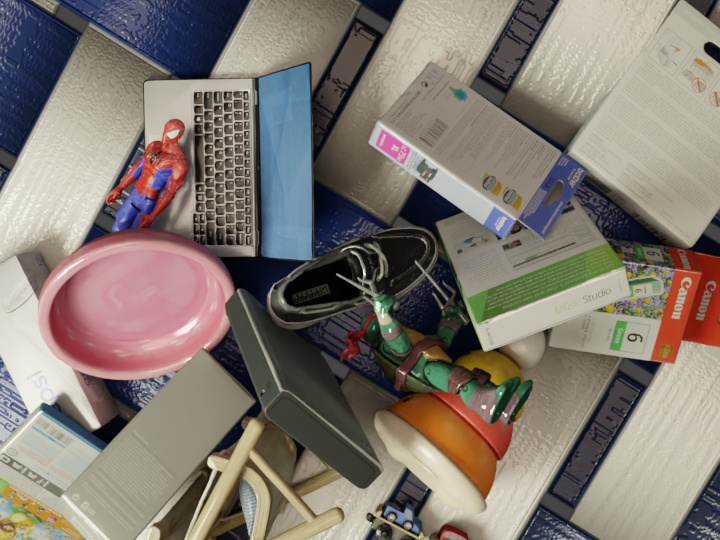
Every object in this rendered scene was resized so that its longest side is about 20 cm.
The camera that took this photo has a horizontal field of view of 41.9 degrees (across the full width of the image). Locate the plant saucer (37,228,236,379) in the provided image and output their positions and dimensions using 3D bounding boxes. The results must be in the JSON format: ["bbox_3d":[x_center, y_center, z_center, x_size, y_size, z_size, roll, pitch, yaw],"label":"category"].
[{"bbox_3d":[-0.227,0.029,0.958,0.197,0.202,0.051,-24,49,4],"label":"plant saucer"}]

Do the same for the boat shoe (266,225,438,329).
[{"bbox_3d":[0.000,0.000,0.947,0.196,0.068,0.073,-18,81,-21],"label":"boat shoe"}]

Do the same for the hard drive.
[{"bbox_3d":[-0.060,0.109,0.904,0.033,0.200,0.139,-44,120,5],"label":"hard drive"}]

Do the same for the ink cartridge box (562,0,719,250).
[{"bbox_3d":[0.328,-0.149,0.970,0.159,0.047,0.201,37,84,1],"label":"ink cartridge box"}]

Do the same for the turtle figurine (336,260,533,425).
[{"bbox_3d":[0.065,0.072,0.897,0.198,0.149,0.102,34,113,23],"label":"turtle figurine"}]

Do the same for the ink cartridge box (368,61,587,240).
[{"bbox_3d":[0.119,-0.114,0.938,0.198,0.042,0.120,34,53,8],"label":"ink cartridge box"}]

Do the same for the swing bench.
[{"bbox_3d":[-0.117,0.239,0.937,0.200,0.199,0.130,-44,90,4],"label":"swing bench"}]

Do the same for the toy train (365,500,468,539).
[{"bbox_3d":[0.098,0.299,1.010,0.197,0.034,0.047,26,91,1],"label":"toy train"}]

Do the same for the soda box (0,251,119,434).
[{"bbox_3d":[-0.339,0.085,1.007,0.067,0.063,0.203,-25,92,5],"label":"soda box"}]

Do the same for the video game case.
[{"bbox_3d":[-0.344,0.245,0.998,0.200,0.018,0.143,-43,117,13],"label":"video game case"}]

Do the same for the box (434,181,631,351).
[{"bbox_3d":[0.159,-0.014,0.908,0.142,0.201,0.037,-21,119,5],"label":"box"}]

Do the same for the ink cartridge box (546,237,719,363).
[{"bbox_3d":[0.296,0.033,0.954,0.195,0.051,0.111,8,119,4],"label":"ink cartridge box"}]

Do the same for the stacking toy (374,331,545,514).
[{"bbox_3d":[0.122,0.133,0.971,0.146,0.146,0.201,42,76,0],"label":"stacking toy"}]

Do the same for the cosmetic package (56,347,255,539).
[{"bbox_3d":[-0.205,0.184,0.943,0.090,0.107,0.200,45,63,0],"label":"cosmetic package"}]

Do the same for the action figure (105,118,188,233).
[{"bbox_3d":[-0.230,-0.066,0.981,0.065,0.051,0.203,34,103,28],"label":"action figure"}]

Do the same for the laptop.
[{"bbox_3d":[-0.139,-0.106,0.957,0.195,0.116,0.192,0,93,3],"label":"laptop"}]
